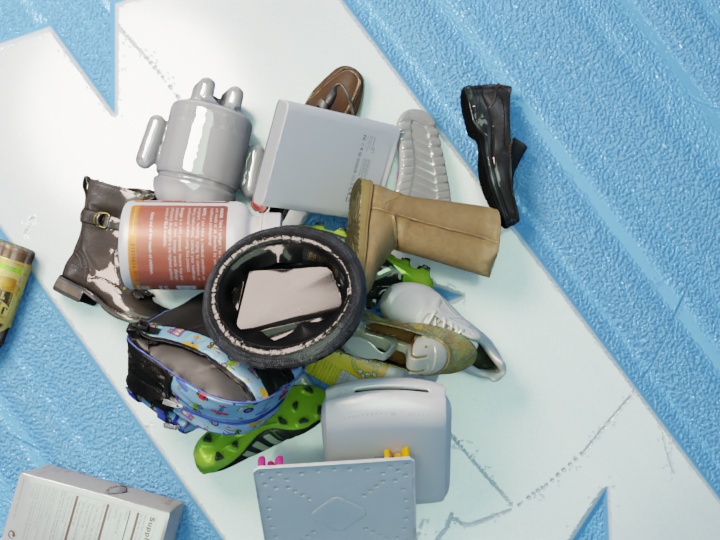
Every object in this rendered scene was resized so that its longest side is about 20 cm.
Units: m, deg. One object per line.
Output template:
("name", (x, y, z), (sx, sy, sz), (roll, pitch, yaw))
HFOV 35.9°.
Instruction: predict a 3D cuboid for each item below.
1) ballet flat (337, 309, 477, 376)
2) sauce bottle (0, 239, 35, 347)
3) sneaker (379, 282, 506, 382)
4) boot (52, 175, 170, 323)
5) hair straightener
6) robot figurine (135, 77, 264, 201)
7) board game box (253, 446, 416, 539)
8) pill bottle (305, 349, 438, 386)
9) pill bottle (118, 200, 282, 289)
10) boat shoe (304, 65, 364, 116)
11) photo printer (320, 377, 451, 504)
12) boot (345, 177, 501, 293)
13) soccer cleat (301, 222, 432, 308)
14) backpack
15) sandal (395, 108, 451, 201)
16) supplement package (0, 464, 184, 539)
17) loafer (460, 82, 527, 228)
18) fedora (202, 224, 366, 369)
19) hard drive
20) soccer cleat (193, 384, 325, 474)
("ballet flat", (0.047, 0.096, 1.378), (0.198, 0.071, 0.071), (16, 85, 0))
("sauce bottle", (-0.495, 0.060, 1.487), (0.064, 0.065, 0.202), (17, 85, 2))
("sneaker", (0.114, 0.079, 1.442), (0.199, 0.080, 0.071), (32, 91, -21))
("boot", (-0.309, -0.025, 1.491), (0.198, 0.069, 0.176), (21, 86, 4))
("hair straightener", (-0.066, -0.152, 1.461), (0.041, 0.077, 0.201), (27, 89, 44))
("robot figurine", (-0.211, -0.151, 1.479), (0.168, 0.113, 0.202), (13, 85, -14))
("board game box", (-0.029, 0.301, 1.418), (0.197, 0.201, 0.026), (-3, 42, 0))
("pill bottle", (0.002, 0.115, 1.460), (0.199, 0.104, 0.105), (28, 86, 2))
("pill bottle", (-0.198, -0.031, 1.403), (0.197, 0.112, 0.114), (1, 85, -1))
("boat shoe", (-0.059, -0.191, 1.501), (0.074, 0.075, 0.203), (32, 86, 3))
("photo printer", (0.034, 0.215, 1.410), (0.164, 0.201, 0.070), (-1, 42, 1))
("boot", (0.080, -0.025, 1.420), (0.198, 0.066, 0.177), (14, 68, -15))
("soccer cleat", (0.000, 0.000, 1.482), (0.198, 0.068, 0.082), (24, 85, -1))
("backpack", (-0.174, 0.129, 1.393), (0.199, 0.182, 0.136), (28, 125, 25))
("sandal", (0.080, -0.119, 1.511), (0.081, 0.050, 0.205), (8, 72, -14))
("supplement package", (-0.344, 0.335, 1.435), (0.198, 0.117, 0.119), (15, 85, 1))
("loafer", (0.192, -0.159, 1.501), (0.071, 0.073, 0.202), (-12, 86, -5))
("fedora", (-0.084, 0.044, 1.330), (0.198, 0.092, 0.203), (-5, 65, 10))
("hard drive", (-0.041, -0.139, 1.442), (0.027, 0.199, 0.133), (27, 105, 44))
("soccer cleat", (-0.132, 0.210, 1.474), (0.198, 0.081, 0.068), (-23, 73, -23))
